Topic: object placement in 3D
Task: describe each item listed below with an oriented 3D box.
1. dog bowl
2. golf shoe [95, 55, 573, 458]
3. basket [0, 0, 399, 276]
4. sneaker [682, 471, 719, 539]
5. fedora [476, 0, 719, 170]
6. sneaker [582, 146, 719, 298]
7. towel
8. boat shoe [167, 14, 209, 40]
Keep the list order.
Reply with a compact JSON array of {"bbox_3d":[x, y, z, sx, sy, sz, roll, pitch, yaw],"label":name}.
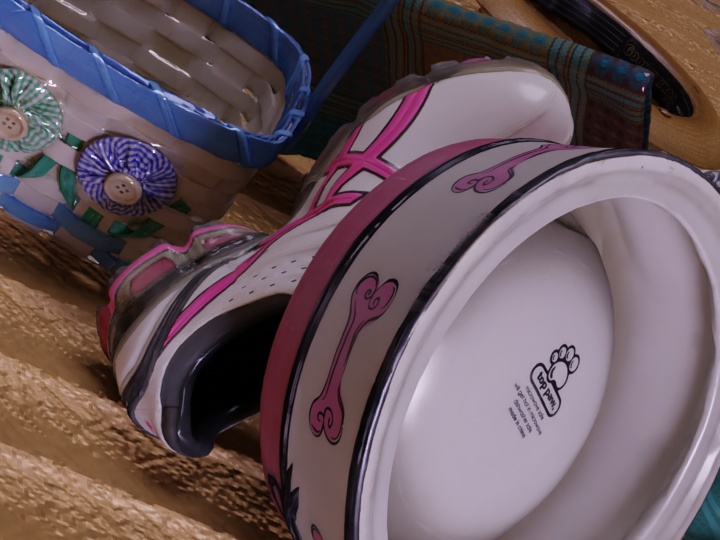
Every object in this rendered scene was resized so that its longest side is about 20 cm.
[{"bbox_3d":[0.048,0.042,0.923,0.199,0.201,0.074,9,13,-47],"label":"dog bowl"},{"bbox_3d":[0.000,0.000,0.960,0.073,0.199,0.092,53,3,-37],"label":"golf shoe"},{"bbox_3d":[-0.084,-0.105,1.039,0.175,0.201,0.139,27,20,-9],"label":"basket"},{"bbox_3d":[0.125,0.072,1.097,0.199,0.080,0.078,13,45,-38],"label":"sneaker"},{"bbox_3d":[0.118,-0.105,1.510,0.200,0.082,0.201,32,22,-14],"label":"fedora"},{"bbox_3d":[0.109,-0.016,1.078,0.093,0.071,0.200,20,-2,17],"label":"sneaker"},{"bbox_3d":[0.038,-0.073,1.198,0.199,0.147,0.022,21,59,18],"label":"towel"},{"bbox_3d":[-0.078,-0.137,1.274,0.074,0.093,0.200,20,22,-8],"label":"boat shoe"}]
